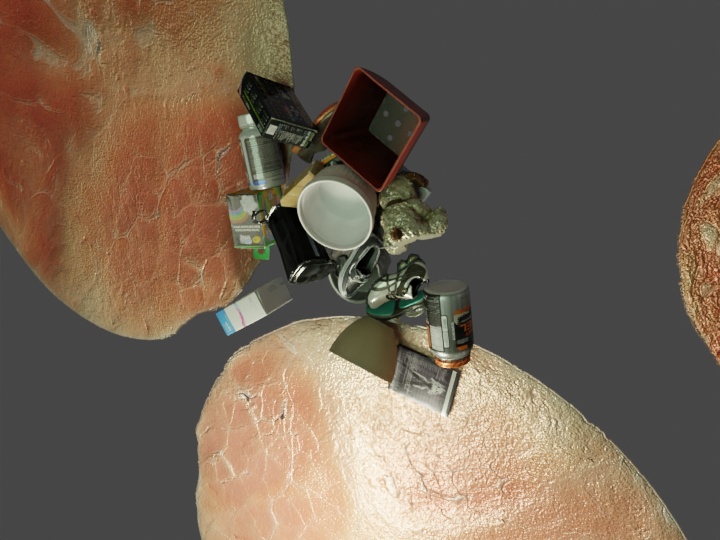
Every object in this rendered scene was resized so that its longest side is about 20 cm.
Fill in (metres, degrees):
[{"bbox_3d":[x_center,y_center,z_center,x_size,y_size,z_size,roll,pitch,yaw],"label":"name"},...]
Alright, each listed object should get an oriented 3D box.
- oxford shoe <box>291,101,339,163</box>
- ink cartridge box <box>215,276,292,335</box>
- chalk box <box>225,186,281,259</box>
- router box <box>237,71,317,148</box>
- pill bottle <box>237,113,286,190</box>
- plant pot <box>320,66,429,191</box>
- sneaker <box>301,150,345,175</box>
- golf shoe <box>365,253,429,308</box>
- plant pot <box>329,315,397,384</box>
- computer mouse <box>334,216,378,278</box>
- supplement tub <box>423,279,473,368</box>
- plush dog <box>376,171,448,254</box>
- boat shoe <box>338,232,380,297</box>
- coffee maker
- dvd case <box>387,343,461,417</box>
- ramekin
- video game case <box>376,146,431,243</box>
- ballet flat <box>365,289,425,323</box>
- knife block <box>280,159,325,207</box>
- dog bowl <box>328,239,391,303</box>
[{"bbox_3d":[-0.103,-0.369,1.528,0.073,0.072,0.199,40,129,-12],"label":"oxford shoe"},{"bbox_3d":[-0.328,0.109,1.767,0.197,0.144,0.086,-28,93,34],"label":"ink cartridge box"},{"bbox_3d":[-0.299,-0.137,1.681,0.121,0.123,0.207,3,109,27],"label":"chalk box"},{"bbox_3d":[-0.216,-0.414,1.475,0.063,0.147,0.203,-51,53,31],"label":"router box"},{"bbox_3d":[-0.279,-0.338,1.603,0.111,0.113,0.206,-1,107,30],"label":"pill bottle"},{"bbox_3d":[0.057,-0.344,1.367,0.199,0.175,0.202,41,122,12],"label":"plant pot"},{"bbox_3d":[-0.082,-0.273,1.542,0.198,0.079,0.078,-31,105,37],"label":"sneaker"},{"bbox_3d":[0.096,0.049,1.501,0.199,0.077,0.096,-43,54,19],"label":"golf shoe"},{"bbox_3d":[0.026,0.208,1.589,0.196,0.200,0.137,24,82,20],"label":"plant pot"},{"bbox_3d":[-0.013,-0.064,1.526,0.058,0.034,0.202,29,111,-15],"label":"computer mouse"},{"bbox_3d":[0.228,0.136,1.467,0.119,0.122,0.207,1,108,29],"label":"supplement tub"},{"bbox_3d":[0.098,-0.153,1.417,0.197,0.158,0.177,-23,72,34],"label":"plush dog"},{"bbox_3d":[0.000,0.000,1.503,0.203,0.070,0.069,-61,31,27],"label":"boat shoe"},{"bbox_3d":[-0.181,-0.070,1.561,0.136,0.187,0.204,105,145,-59],"label":"coffee maker"},{"bbox_3d":[0.178,0.312,1.621,0.196,0.016,0.153,22,115,23],"label":"dvd case"},{"bbox_3d":[-0.050,-0.164,1.412,0.194,0.106,0.204,10,132,12],"label":"ramekin"},{"bbox_3d":[0.069,-0.189,1.508,0.182,0.022,0.202,42,123,11],"label":"video game case"},{"bbox_3d":[0.108,0.109,1.561,0.195,0.069,0.069,-13,130,30],"label":"ballet flat"},{"bbox_3d":[-0.093,-0.194,1.520,0.175,0.065,0.198,42,127,-19],"label":"knife block"},{"bbox_3d":[-0.008,-0.001,1.596,0.195,0.058,0.207,11,112,28],"label":"dog bowl"}]
